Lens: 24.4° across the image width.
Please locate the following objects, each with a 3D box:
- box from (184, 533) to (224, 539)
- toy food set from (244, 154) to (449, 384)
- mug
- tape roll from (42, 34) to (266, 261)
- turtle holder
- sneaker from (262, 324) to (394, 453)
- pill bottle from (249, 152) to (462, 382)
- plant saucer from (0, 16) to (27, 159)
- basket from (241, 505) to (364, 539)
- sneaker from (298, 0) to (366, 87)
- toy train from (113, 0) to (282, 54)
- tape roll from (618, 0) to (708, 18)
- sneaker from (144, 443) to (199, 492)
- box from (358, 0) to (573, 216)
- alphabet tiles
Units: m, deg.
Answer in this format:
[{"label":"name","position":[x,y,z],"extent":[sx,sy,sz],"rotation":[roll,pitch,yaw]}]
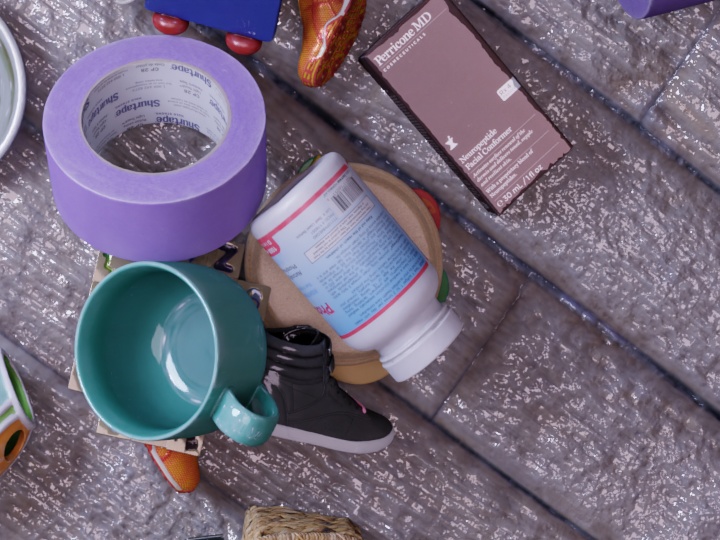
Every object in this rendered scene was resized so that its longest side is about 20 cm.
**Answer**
[{"label":"box","position":[-0.165,0.367,1.518],"extent":[0.047,0.193,0.202],"rotation":[3,61,-40]},{"label":"toy food set","position":[-0.012,-0.006,1.598],"extent":[0.199,0.049,0.199],"rotation":[34,91,-7]},{"label":"mug","position":[-0.152,0.084,1.462],"extent":[0.151,0.114,0.187],"rotation":[-26,77,24]},{"label":"tape roll","position":[-0.182,-0.111,1.498],"extent":[0.198,0.085,0.202],"rotation":[1,54,-2]},{"label":"turtle holder","position":[-0.378,0.122,1.542],"extent":[0.131,0.186,0.142],"rotation":[-24,129,-2]},{"label":"sneaker","position":[-0.031,0.108,1.559],"extent":[0.199,0.071,0.100],"rotation":[15,98,-40]},{"label":"pill bottle","position":[0.000,0.000,1.521],"extent":[0.109,0.109,0.200],"rotation":[-40,97,-1]},{"label":"plant saucer","position":[-0.407,-0.170,1.544],"extent":[0.198,0.050,0.203],"rotation":[-1,96,-6]},{"label":"basket","position":[-0.056,0.339,1.574],"extent":[0.141,0.149,0.202],"rotation":[10,93,-6]},{"label":"sneaker","position":[-0.032,-0.272,1.572],"extent":[0.076,0.073,0.202],"rotation":[12,90,15]},{"label":"toy train","position":[-0.163,-0.278,1.532],"extent":[0.198,0.116,0.085],"rotation":[15,127,0]},{"label":"tape roll","position":[0.270,-0.336,1.512],"extent":[0.084,0.200,0.202],"rotation":[-15,96,-4]},{"label":"sneaker","position":[-0.180,0.111,1.572],"extent":[0.076,0.073,0.202],"rotation":[-14,96,-1]},{"label":"box","position":[0.100,-0.159,1.584],"extent":[0.100,0.075,0.200],"rotation":[-42,96,0]},{"label":"alphabet tiles","position":[-0.175,0.062,1.540],"extent":[0.165,0.006,0.202],"rotation":[13,82,-12]}]
